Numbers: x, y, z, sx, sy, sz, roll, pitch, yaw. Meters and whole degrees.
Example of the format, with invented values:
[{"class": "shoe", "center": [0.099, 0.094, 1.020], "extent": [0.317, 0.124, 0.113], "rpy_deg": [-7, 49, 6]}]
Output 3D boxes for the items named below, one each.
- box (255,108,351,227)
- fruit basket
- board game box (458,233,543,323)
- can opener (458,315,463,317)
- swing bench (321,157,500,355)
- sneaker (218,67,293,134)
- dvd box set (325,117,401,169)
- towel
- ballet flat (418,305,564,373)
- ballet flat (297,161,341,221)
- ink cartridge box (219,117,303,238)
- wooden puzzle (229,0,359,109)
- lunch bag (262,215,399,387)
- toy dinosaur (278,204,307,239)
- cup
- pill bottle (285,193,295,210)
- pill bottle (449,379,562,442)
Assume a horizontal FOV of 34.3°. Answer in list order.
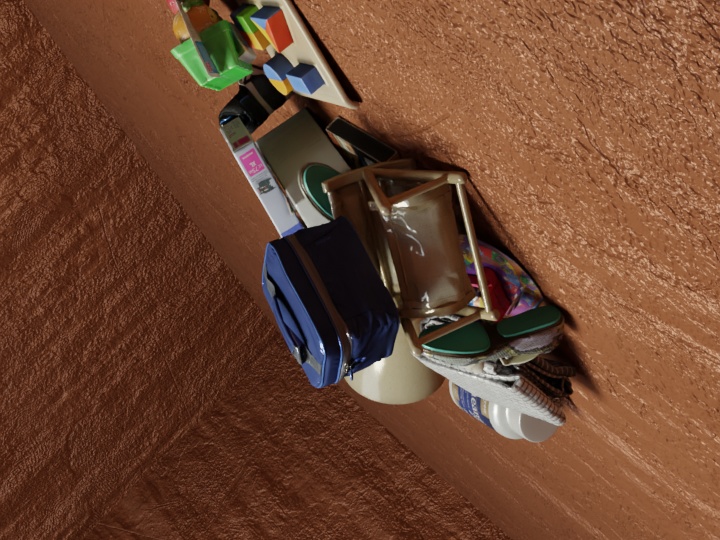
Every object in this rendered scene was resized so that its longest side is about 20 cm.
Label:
[{"class": "box", "center": [-0.063, -0.129, 1.729], "extent": [0.125, 0.097, 0.201], "rpy_deg": [58, 179, -40]}, {"class": "fruit basket", "center": [-0.219, -0.354, 1.606], "extent": [0.185, 0.092, 0.203], "rpy_deg": [-27, -83, -81]}, {"class": "board game box", "center": [0.153, 0.032, 1.582], "extent": [0.157, 0.039, 0.200], "rpy_deg": [35, 152, 3]}, {"class": "can opener", "center": [0.117, 0.052, 1.768], "extent": [0.197, 0.053, 0.067], "rpy_deg": [23, 165, -1]}, {"class": "swing bench", "center": [0.061, -0.027, 1.506], "extent": [0.200, 0.128, 0.202], "rpy_deg": [28, 136, 63]}, {"class": "sneaker", "center": [-0.181, -0.257, 1.812], "extent": [0.073, 0.112, 0.200], "rpy_deg": [49, 169, -14]}, {"class": "dvd box set", "center": [0.037, -0.120, 1.678], "extent": [0.146, 0.029, 0.201], "rpy_deg": [37, 165, 43]}, {"class": "towel", "center": [0.193, 0.133, 1.660], "extent": [0.198, 0.087, 0.165], "rpy_deg": [15, 166, 45]}, {"class": "ballet flat", "center": [0.171, 0.099, 1.516], "extent": [0.072, 0.197, 0.073], "rpy_deg": [170, 90, -86]}, {"class": "ballet flat", "center": [-0.022, -0.088, 1.607], "extent": [0.198, 0.068, 0.063], "rpy_deg": [26, 163, -35]}, {"class": "ink cartridge box", "center": [-0.135, -0.117, 1.701], "extent": [0.202, 0.042, 0.120], "rpy_deg": [64, 177, -28]}, {"class": "wooden puzzle", "center": [-0.103, -0.292, 1.554], "extent": [0.201, 0.046, 0.185], "rpy_deg": [52, 168, -28]}, {"class": "lunch bag", "center": [-0.045, 0.049, 1.477], "extent": [0.202, 0.131, 0.137], "rpy_deg": [60, 160, 27]}, {"class": "toy dinosaur", "center": [-0.066, -0.015, 1.839], "extent": [0.201, 0.085, 0.136], "rpy_deg": [58, -178, 40]}, {"class": "cup", "center": [0.064, 0.118, 2.103], "extent": [0.200, 0.198, 0.145], "rpy_deg": [38, 140, 37]}, {"class": "pill bottle", "center": [-0.076, -0.086, 2.018], "extent": [0.116, 0.116, 0.200], "rpy_deg": [50, 169, -21]}, {"class": "pill bottle", "center": [0.234, 0.203, 1.871], "extent": [0.111, 0.111, 0.199], "rpy_deg": [51, 169, -26]}]
